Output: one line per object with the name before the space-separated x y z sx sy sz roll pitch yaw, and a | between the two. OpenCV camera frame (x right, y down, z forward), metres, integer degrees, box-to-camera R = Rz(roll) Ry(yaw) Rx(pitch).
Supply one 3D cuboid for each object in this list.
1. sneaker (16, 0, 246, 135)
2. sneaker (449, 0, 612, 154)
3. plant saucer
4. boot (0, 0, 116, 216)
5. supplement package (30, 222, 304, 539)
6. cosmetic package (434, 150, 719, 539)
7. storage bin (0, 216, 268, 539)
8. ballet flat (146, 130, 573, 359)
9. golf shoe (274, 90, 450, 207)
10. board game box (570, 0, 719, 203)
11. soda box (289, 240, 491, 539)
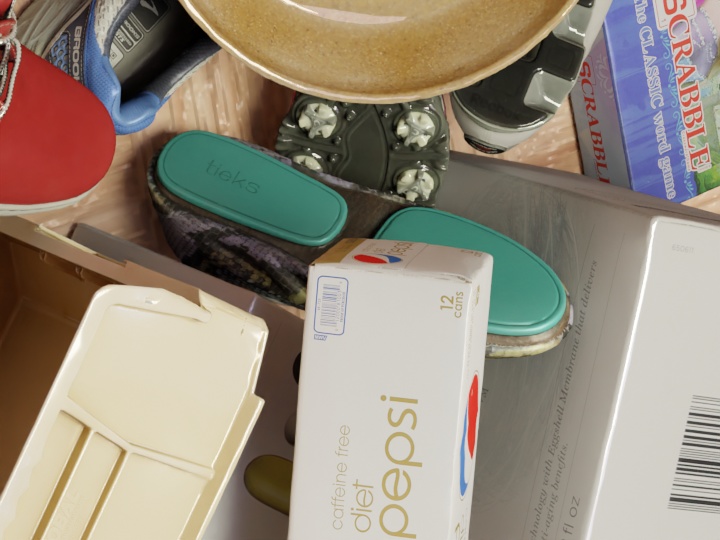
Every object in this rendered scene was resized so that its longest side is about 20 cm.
sneaker | -0.064 -0.133 1.216 0.077 0.085 0.200 40 77 -34
sneaker | 0.087 -0.143 1.298 0.074 0.089 0.200 26 76 3
plant saucer | 0.007 -0.168 1.156 0.200 0.035 0.201 -2 106 -8
boot | -0.140 -0.076 1.071 0.200 0.144 0.073 20 66 -43
supplement package | -0.086 0.103 1.213 0.111 0.156 0.200 28 85 -35
cosmetic package | 0.094 0.061 1.298 0.123 0.200 0.200 9 96 -33
storage bin | -0.153 0.077 1.134 0.094 0.200 0.199 28 85 -37
ballet flat | 0.000 0.000 1.244 0.072 0.200 0.072 -56 160 -33
golf shoe | 0.007 -0.098 1.273 0.077 0.088 0.200 7 128 2
board game box | 0.183 -0.151 1.406 0.199 0.041 0.201 -24 113 -28
soda box | 0.008 0.092 1.118 0.063 0.068 0.201 7 100 8
